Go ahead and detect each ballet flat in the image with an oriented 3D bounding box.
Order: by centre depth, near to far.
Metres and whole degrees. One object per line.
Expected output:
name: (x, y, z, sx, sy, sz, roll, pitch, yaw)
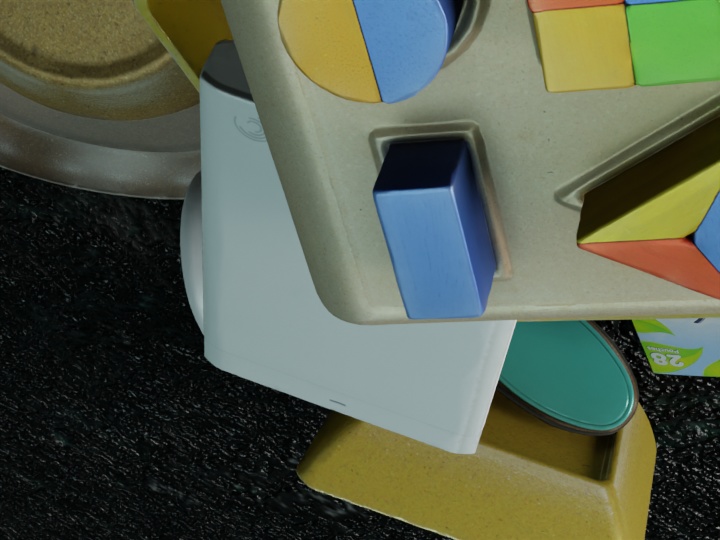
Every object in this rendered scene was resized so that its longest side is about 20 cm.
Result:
ballet flat: (0.074, 0.028, 0.913, 0.200, 0.068, 0.068, 33, 178, 3)

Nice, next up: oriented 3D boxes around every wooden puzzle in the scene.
wooden puzzle: (0.050, -0.049, 0.476, 0.199, 0.046, 0.186, 1, 130, 23)

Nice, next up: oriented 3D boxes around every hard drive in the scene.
hard drive: (0.000, 0.000, 0.624, 0.132, 0.026, 0.200, 19, 148, 7)

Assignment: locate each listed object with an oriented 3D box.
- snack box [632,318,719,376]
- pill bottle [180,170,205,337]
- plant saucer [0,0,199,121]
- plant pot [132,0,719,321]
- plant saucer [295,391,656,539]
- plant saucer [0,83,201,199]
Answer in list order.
snack box: (0.222, -0.017, 0.749, 0.199, 0.068, 0.169, 3, 142, 30)
pill bottle: (0.016, -0.016, 0.816, 0.199, 0.113, 0.113, -8, 138, 17)
plant saucer: (-0.127, -0.157, 0.708, 0.200, 0.035, 0.201, 5, 116, 10)
plant pot: (0.070, -0.110, 0.608, 0.200, 0.177, 0.200, -2, 140, 35)
plant saucer: (0.083, 0.095, 0.925, 0.199, 0.200, 0.049, 19, 112, 7)
plant saucer: (-0.143, -0.086, 0.860, 0.200, 0.032, 0.200, 7, 166, 2)
